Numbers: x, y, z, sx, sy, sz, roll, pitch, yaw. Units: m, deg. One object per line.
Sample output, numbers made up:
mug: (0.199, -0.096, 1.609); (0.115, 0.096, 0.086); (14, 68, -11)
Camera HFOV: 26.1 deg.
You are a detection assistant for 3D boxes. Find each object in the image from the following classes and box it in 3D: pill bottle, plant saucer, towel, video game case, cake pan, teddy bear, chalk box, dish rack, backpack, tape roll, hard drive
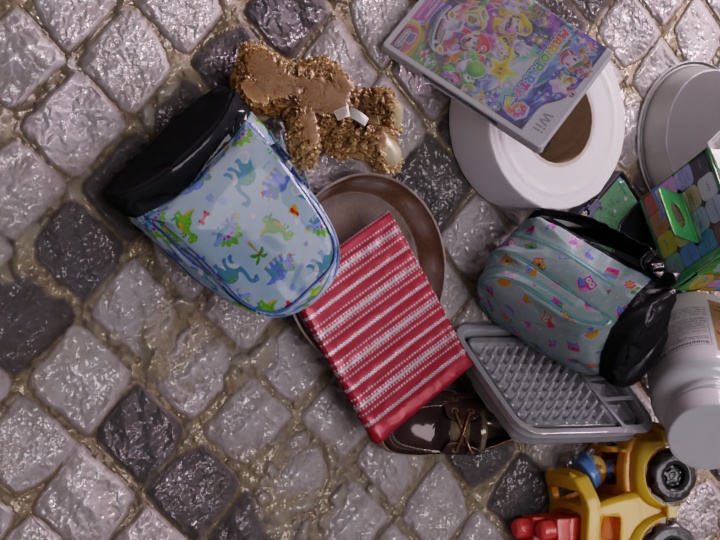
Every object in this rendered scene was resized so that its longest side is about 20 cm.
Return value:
pill bottle: (0.374, 0.121, 1.707); (0.114, 0.114, 0.200); (52, 23, -24)
plant saucer: (0.000, 0.000, 1.599); (0.200, 0.034, 0.200); (-1, 92, -33)
towel: (0.021, 0.059, 1.583); (0.145, 0.022, 0.200); (-37, 109, -26)
video game case: (0.144, -0.229, 1.626); (0.200, 0.018, 0.143); (35, 70, 10)
cake pan: (0.419, -0.156, 1.880); (0.200, 0.037, 0.200); (-1, 92, -35)
teddy bear: (-0.042, -0.156, 1.534); (0.200, 0.067, 0.145); (2, 68, -30)
chalk box: (0.409, -0.055, 1.756); (0.200, 0.124, 0.124); (3, 62, -33)
dish rack: (0.203, 0.129, 1.685); (0.200, 0.172, 0.044); (3, 129, -35)
backpack: (-0.110, -0.046, 1.454); (0.163, 0.154, 0.200); (-43, 122, -13)
tape roll: (0.196, -0.166, 1.707); (0.202, 0.071, 0.203); (-1, 92, -34)
backpack: (0.228, 0.027, 1.661); (0.127, 0.200, 0.167); (-44, 156, -29)
hard drive: (0.302, 0.002, 1.804); (0.140, 0.038, 0.200); (-48, 116, -24)

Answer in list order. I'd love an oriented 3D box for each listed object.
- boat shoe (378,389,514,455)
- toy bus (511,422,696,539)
boat shoe: (0.110, 0.164, 1.655); (0.200, 0.072, 0.072); (4, 89, -34)
toy bus: (0.264, 0.270, 1.743); (0.192, 0.136, 0.200); (2, 88, -19)
